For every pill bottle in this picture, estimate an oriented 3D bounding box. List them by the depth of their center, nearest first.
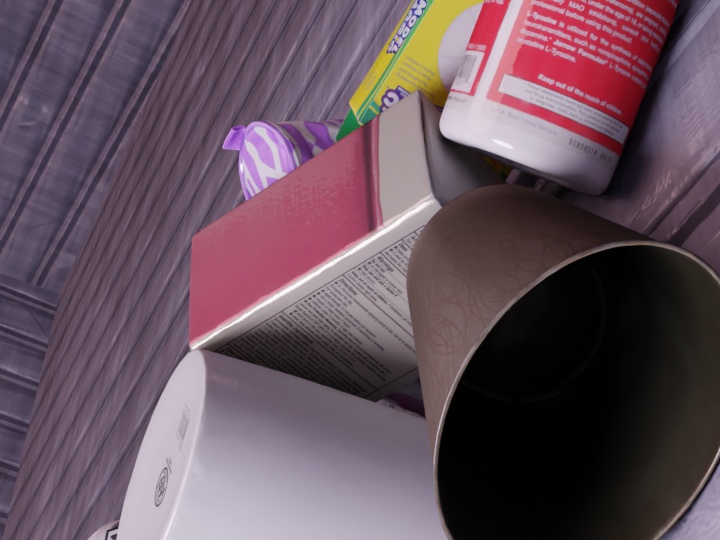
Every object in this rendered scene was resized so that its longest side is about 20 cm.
[{"bbox_3d":[0.131,-0.157,0.827,0.202,0.111,0.112,-69,17,4],"label":"pill bottle"}]

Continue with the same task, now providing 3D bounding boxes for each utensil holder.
[{"bbox_3d":[-0.036,0.155,0.856,0.170,0.198,0.172,-161,90,-73],"label":"utensil holder"}]

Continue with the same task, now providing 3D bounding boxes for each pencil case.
[{"bbox_3d":[0.004,-0.085,1.010,0.086,0.198,0.084,59,138,20],"label":"pencil case"}]

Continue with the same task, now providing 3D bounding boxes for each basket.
[{"bbox_3d":[0.092,0.038,0.717,0.182,0.135,0.200,-64,14,14],"label":"basket"}]

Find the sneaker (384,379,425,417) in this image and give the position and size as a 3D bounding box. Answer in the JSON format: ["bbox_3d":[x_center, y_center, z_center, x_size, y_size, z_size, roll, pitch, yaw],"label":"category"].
[{"bbox_3d":[0.015,0.049,1.034,0.089,0.080,0.200,-67,22,-6],"label":"sneaker"}]

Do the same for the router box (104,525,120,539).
[{"bbox_3d":[-0.100,0.281,0.925,0.052,0.200,0.159,-22,43,30],"label":"router box"}]

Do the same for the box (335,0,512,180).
[{"bbox_3d":[0.078,-0.140,0.923,0.201,0.116,0.048,-57,20,18],"label":"box"}]

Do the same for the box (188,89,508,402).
[{"bbox_3d":[0.000,0.000,0.902,0.199,0.128,0.110,-30,40,23],"label":"box"}]

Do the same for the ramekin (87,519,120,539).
[{"bbox_3d":[-0.167,0.293,1.140,0.095,0.201,0.203,-54,21,12],"label":"ramekin"}]
